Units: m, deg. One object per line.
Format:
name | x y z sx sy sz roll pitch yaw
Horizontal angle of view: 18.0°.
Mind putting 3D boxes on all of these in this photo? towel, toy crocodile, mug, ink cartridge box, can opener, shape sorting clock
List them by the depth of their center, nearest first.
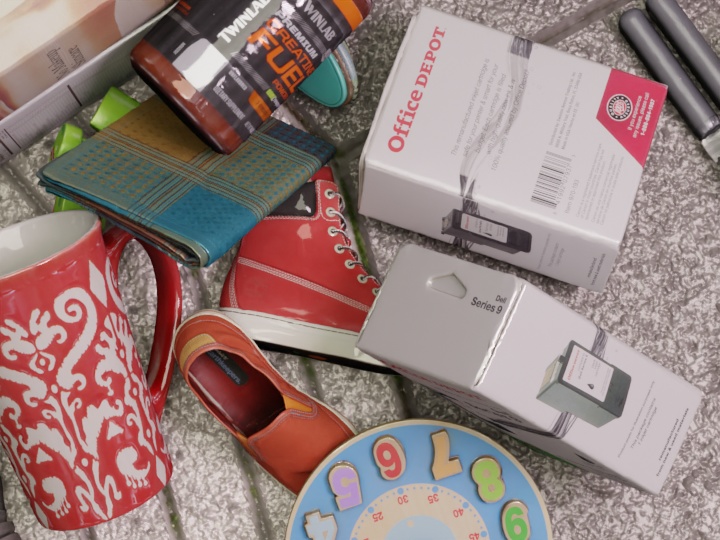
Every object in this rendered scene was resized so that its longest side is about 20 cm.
ink cartridge box | 0.117 0.069 1.602 0.199 0.146 0.085 31 82 -36
mug | -0.197 0.067 1.643 0.176 0.133 0.201 -21 107 -8
towel | -0.123 -0.075 1.665 0.146 0.200 0.022 27 125 16
shape sorting clock | 0.043 0.208 1.667 0.198 0.039 0.202 -1 103 -5
ink cartridge box | 0.110 -0.090 1.691 0.198 0.084 0.146 18 64 5
toy crocodile | -0.213 -0.043 1.723 0.067 0.062 0.202 18 87 -17
can opener | 0.270 -0.127 1.723 0.052 0.066 0.201 -34 78 -2

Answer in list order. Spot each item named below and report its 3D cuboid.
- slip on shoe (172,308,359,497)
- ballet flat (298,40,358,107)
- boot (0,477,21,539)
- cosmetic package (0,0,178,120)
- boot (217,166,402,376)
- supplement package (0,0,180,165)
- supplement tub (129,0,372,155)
slip on shoe | -0.063 0.113 1.671 0.074 0.061 0.200 -39 107 13
ballet flat | -0.064 -0.209 1.742 0.200 0.074 0.074 44 85 5
boot | -0.348 0.208 1.686 0.198 0.070 0.133 -18 87 3
cosmetic package | -0.226 -0.188 1.607 0.199 0.103 0.088 -34 84 -2
boot | 0.000 0.000 1.706 0.198 0.072 0.146 13 81 7
supplement package | -0.234 -0.181 1.714 0.199 0.114 0.110 -33 84 -4
supplement tub | -0.065 -0.187 1.645 0.107 0.107 0.200 44 87 7
